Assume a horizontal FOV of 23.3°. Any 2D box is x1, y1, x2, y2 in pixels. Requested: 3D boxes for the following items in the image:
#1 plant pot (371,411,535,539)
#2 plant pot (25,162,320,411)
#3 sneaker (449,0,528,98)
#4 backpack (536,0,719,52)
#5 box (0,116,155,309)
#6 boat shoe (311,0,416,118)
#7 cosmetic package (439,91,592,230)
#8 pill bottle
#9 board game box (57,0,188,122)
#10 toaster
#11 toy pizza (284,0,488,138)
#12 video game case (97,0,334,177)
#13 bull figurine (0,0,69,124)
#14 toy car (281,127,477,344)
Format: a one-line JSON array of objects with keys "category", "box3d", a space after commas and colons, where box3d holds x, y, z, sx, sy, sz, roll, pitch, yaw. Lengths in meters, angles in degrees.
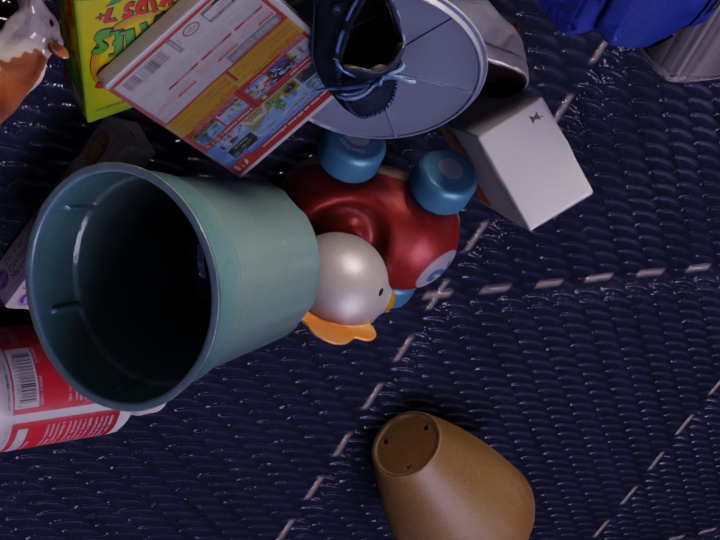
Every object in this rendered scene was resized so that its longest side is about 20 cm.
[{"category": "plant pot", "box3d": [0.097, 0.265, 2.166, 0.186, 0.187, 0.200, -34, 136, 2]}, {"category": "plant pot", "box3d": [-0.146, 0.002, 1.483, 0.200, 0.200, 0.196, -50, 162, 26]}, {"category": "sneaker", "box3d": [0.062, -0.222, 1.546, 0.199, 0.085, 0.073, 22, 143, -32]}, {"category": "backpack", "box3d": [0.254, -0.290, 1.510, 0.199, 0.168, 0.163, -27, 163, -33]}, {"category": "box", "box3d": [-0.251, -0.047, 1.513, 0.039, 0.042, 0.200, 8, 131, -49]}, {"category": "boat shoe", "box3d": [-0.002, -0.176, 1.395, 0.084, 0.069, 0.200, -32, 151, -5]}, {"category": "cosmetic package", "box3d": [0.139, -0.109, 1.624, 0.071, 0.102, 0.200, -31, -168, -3]}, {"category": "pill bottle", "box3d": [-0.281, 0.103, 1.628, 0.199, 0.113, 0.113, -6, 140, -37]}, {"category": "board game box", "box3d": [-0.179, -0.211, 1.342, 0.101, 0.048, 0.201, -22, 147, -18]}, {"category": "toaster", "box3d": [0.348, -0.261, 1.696, 0.199, 0.114, 0.130, -14, 147, -31]}, {"category": "toy pizza", "box3d": [0.011, -0.186, 1.501, 0.198, 0.032, 0.201, 4, 145, 3]}, {"category": "video game case", "box3d": [-0.101, -0.159, 1.417, 0.143, 0.017, 0.200, -40, 147, 12]}, {"category": "bull figurine", "box3d": [-0.309, -0.131, 1.319, 0.121, 0.065, 0.200, 13, 124, -46]}, {"category": "toy car", "box3d": [0.000, 0.000, 1.614, 0.176, 0.201, 0.185, 19, 139, -10]}]
